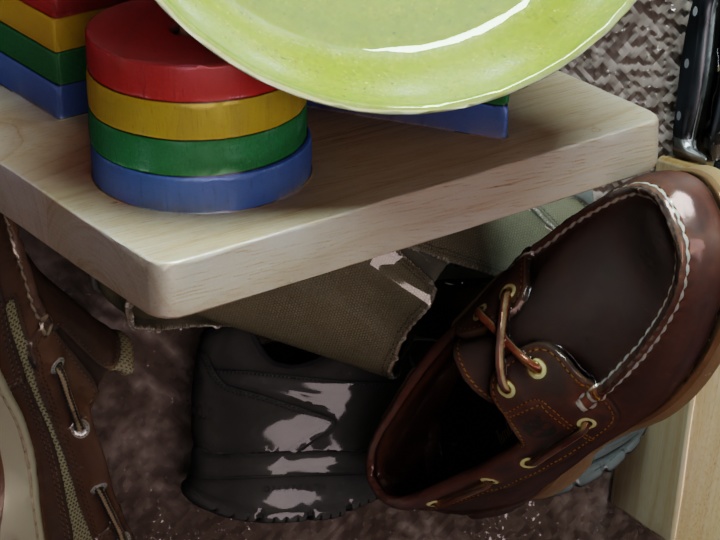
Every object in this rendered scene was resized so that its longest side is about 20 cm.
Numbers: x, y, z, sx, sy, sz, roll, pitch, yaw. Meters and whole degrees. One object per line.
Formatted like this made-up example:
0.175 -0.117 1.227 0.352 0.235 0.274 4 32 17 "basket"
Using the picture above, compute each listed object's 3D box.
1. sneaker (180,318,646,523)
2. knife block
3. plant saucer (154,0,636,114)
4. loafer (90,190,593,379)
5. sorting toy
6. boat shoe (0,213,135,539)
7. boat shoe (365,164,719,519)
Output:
0.026 0.048 0.909 0.198 0.076 0.092 -4 94 -20 "sneaker"
0.151 -0.012 0.942 0.200 0.064 0.176 -41 109 -7 "knife block"
0.007 -0.146 0.667 0.198 0.031 0.202 -1 93 -16 "plant saucer"
0.000 0.000 0.843 0.198 0.075 0.070 -5 60 -15 "loafer"
-0.036 -0.075 0.764 0.199 0.198 0.070 -17 121 -33 "sorting toy"
-0.124 0.032 0.853 0.074 0.075 0.204 -17 121 -20 "boat shoe"
0.064 0.033 0.788 0.070 0.200 0.071 -4 59 -27 "boat shoe"
